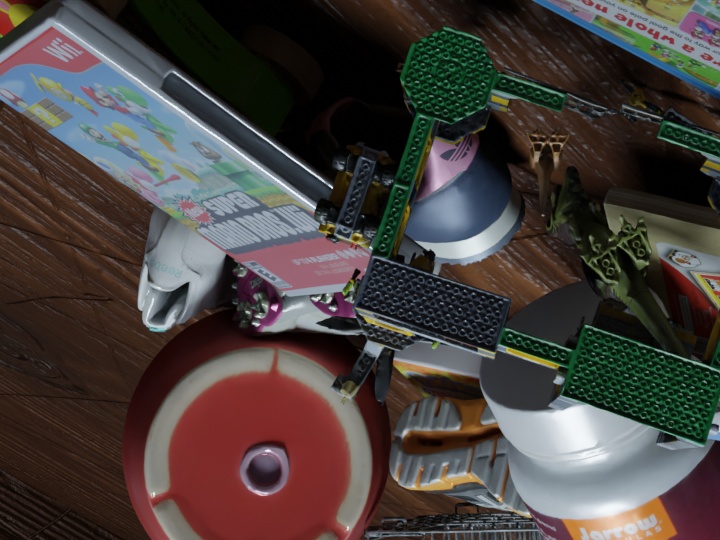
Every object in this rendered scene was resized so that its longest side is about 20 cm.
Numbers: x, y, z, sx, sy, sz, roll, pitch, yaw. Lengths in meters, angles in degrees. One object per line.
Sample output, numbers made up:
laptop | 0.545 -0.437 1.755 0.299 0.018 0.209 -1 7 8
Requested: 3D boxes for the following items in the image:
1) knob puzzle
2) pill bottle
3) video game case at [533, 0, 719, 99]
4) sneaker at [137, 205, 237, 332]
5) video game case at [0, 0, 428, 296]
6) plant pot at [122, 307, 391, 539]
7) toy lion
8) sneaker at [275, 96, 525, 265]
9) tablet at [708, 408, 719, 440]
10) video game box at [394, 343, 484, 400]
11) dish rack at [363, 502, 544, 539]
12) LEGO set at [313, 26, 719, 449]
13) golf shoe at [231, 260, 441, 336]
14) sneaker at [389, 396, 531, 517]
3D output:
knob puzzle | 0.222 0.021 0.723 0.217 0.031 0.220 23 161 8
pill bottle | 0.142 0.110 0.772 0.113 0.114 0.201 4 133 47
video game case | 0.123 -0.117 0.497 0.142 0.018 0.200 26 161 -5
sneaker | -0.113 0.004 1.007 0.074 0.089 0.200 21 166 8
video game case | -0.077 -0.049 0.711 0.199 0.018 0.143 36 162 -21
plant pot | -0.067 0.122 1.013 0.199 0.202 0.177 25 175 -3
toy lion | -0.127 -0.122 0.746 0.190 0.069 0.200 20 162 38
sneaker | -0.016 -0.057 0.771 0.198 0.071 0.082 4 145 34
tablet | 0.252 0.070 0.686 0.129 0.014 0.199 -15 160 43
video game box | 0.141 0.097 1.010 0.198 0.047 0.182 10 154 38
dish rack | 0.106 0.181 1.002 0.198 0.055 0.153 -4 173 26
LEGO set | 0.084 -0.007 0.639 0.197 0.156 0.116 10 173 5
golf shoe | 0.000 0.000 0.913 0.091 0.076 0.199 9 169 -31
sneaker | 0.102 0.112 0.935 0.077 0.079 0.199 23 167 -32
